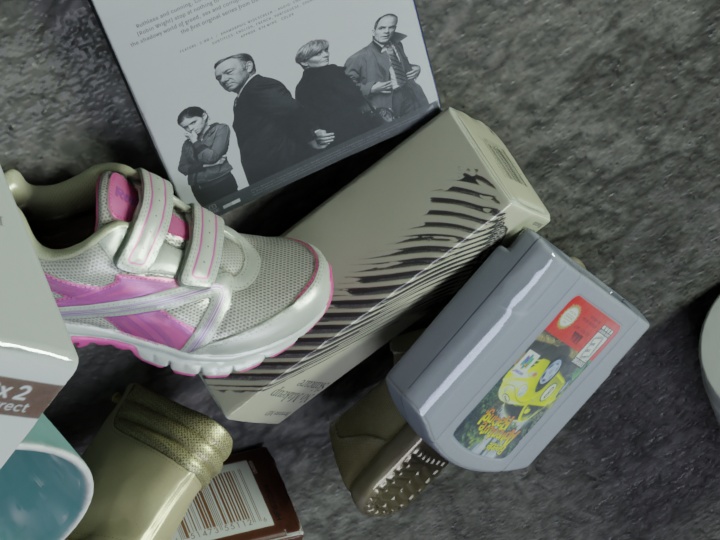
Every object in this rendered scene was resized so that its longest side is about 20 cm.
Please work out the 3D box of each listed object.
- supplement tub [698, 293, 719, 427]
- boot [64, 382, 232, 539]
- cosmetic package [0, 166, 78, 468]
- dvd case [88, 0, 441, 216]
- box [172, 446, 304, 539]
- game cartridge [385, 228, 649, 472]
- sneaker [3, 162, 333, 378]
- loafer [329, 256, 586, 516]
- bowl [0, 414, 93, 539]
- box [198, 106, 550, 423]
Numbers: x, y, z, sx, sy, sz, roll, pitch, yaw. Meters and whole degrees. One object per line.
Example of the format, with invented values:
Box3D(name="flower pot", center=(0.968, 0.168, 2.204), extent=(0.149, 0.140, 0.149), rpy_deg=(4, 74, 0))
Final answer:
Box3D(name="supplement tub", center=(0.305, 0.093, 1.499), extent=(0.131, 0.132, 0.200), rpy_deg=(-28, 144, 2))
Box3D(name="boot", center=(-0.164, 0.141, 1.295), extent=(0.073, 0.200, 0.156), rpy_deg=(41, 68, -25))
Box3D(name="cosmetic package", center=(-0.254, 0.009, 0.977), extent=(0.164, 0.201, 0.165), rpy_deg=(12, 129, -41))
Box3D(name="dvd case", center=(-0.044, -0.114, 1.109), extent=(0.150, 0.025, 0.200), rpy_deg=(-24, 144, -4))
Box3D(name="box", center=(-0.107, 0.207, 1.429), extent=(0.100, 0.075, 0.201), rpy_deg=(-11, 143, -21))
Box3D(name="game cartridge", center=(0.090, 0.053, 1.280), extent=(0.133, 0.041, 0.200), rpy_deg=(-46, 155, 8))
Box3D(name="sneaker", center=(-0.109, -0.005, 1.133), extent=(0.199, 0.082, 0.089), rpy_deg=(1, 132, -12))
Box3D(name="loafer", center=(0.054, 0.057, 1.351), extent=(0.200, 0.068, 0.076), rpy_deg=(-45, 155, -3))
Box3D(name="bowl", center=(-0.249, 0.100, 1.160), extent=(0.200, 0.105, 0.201), rpy_deg=(-21, 155, -10))
Box3D(name="box", center=(0.000, 0.000, 1.225), extent=(0.200, 0.069, 0.082), rpy_deg=(-38, 163, 15))
